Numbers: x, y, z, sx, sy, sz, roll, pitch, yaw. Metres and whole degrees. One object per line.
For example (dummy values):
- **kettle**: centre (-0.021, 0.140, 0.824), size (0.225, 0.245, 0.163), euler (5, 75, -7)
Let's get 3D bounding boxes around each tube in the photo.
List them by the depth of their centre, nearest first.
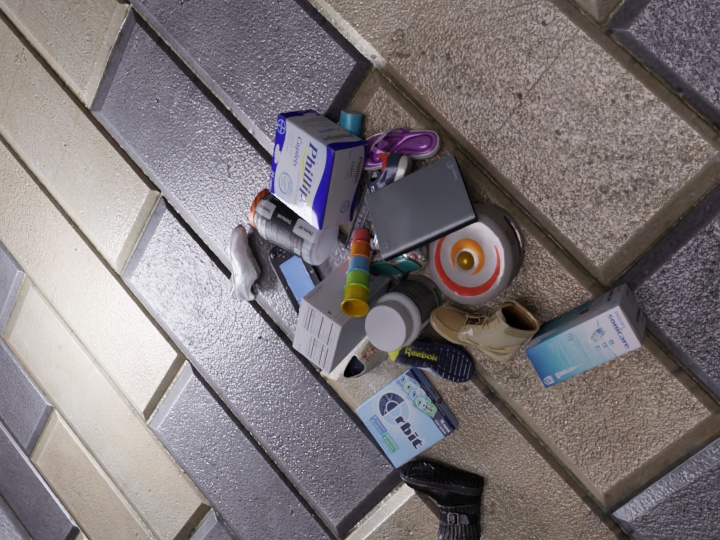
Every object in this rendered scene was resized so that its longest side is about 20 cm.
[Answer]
- **tube**: centre (-0.032, -0.250, 1.410), size (0.077, 0.049, 0.206), euler (40, 128, 53)

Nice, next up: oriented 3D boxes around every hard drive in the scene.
- **hard drive**: centre (0.116, -0.121, 1.225), size (0.195, 0.033, 0.143), euler (-23, 67, 17)

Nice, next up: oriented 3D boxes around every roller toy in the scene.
- **roller toy**: centre (0.229, -0.036, 1.266), size (0.179, 0.139, 0.205), euler (23, 113, 21)

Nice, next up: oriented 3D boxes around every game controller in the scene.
- **game controller**: centre (-0.148, 0.021, 1.553), size (0.103, 0.042, 0.204), euler (-29, 89, 32)

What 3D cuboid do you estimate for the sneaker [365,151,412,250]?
- **sneaker**: centre (0.044, -0.149, 1.322), size (0.082, 0.075, 0.206), euler (19, 104, 14)

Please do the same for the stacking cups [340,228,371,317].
- **stacking cups**: centre (0.000, 0.000, 1.332), size (0.058, 0.204, 0.061), euler (5, 140, 4)

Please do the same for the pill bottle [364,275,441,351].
- **pill bottle**: centre (0.092, 0.091, 1.343), size (0.110, 0.199, 0.117), euler (7, 107, 25)

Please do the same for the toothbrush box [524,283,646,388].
- **toothbrush box**: centre (0.427, 0.122, 1.195), size (0.198, 0.146, 0.087), euler (-32, 88, 32)

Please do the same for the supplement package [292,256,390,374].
- **supplement package**: centre (-0.042, 0.093, 1.399), size (0.109, 0.200, 0.159), euler (31, 134, 17)

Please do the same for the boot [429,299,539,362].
- **boot**: centre (0.248, 0.103, 1.276), size (0.196, 0.074, 0.156), euler (27, 150, 3)

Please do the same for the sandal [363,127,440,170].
- **sandal**: centre (0.070, -0.267, 1.328), size (0.197, 0.050, 0.085), euler (-8, 68, 22)

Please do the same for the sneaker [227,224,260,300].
- **sneaker**: centre (-0.292, -0.018, 1.615), size (0.078, 0.071, 0.206), euler (10, 114, 17)

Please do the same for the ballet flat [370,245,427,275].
- **ballet flat**: centre (0.084, -0.030, 1.320), size (0.074, 0.066, 0.198), euler (28, 164, -23)

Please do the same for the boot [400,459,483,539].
- **boot**: centre (0.186, 0.546, 1.475), size (0.205, 0.079, 0.163), euler (10, 108, 18)

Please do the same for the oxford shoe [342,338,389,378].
- **oxford shoe**: centre (0.031, 0.191, 1.479), size (0.071, 0.073, 0.201), euler (44, 120, 11)

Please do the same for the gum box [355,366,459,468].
- **gum box**: centre (0.107, 0.346, 1.496), size (0.200, 0.044, 0.171), euler (-42, 83, 32)

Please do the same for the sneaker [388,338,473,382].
- **sneaker**: centre (0.159, 0.193, 1.415), size (0.194, 0.082, 0.076), euler (19, 85, 5)

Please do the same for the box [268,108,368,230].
- **box**: centre (-0.098, -0.223, 1.381), size (0.199, 0.103, 0.188), euler (36, 127, 33)

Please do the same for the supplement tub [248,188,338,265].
- **supplement tub**: centre (-0.157, -0.107, 1.475), size (0.196, 0.122, 0.126), euler (27, 115, 19)

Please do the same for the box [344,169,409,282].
- **box**: centre (0.065, -0.102, 1.394), size (0.159, 0.049, 0.205), euler (31, 116, 21)
